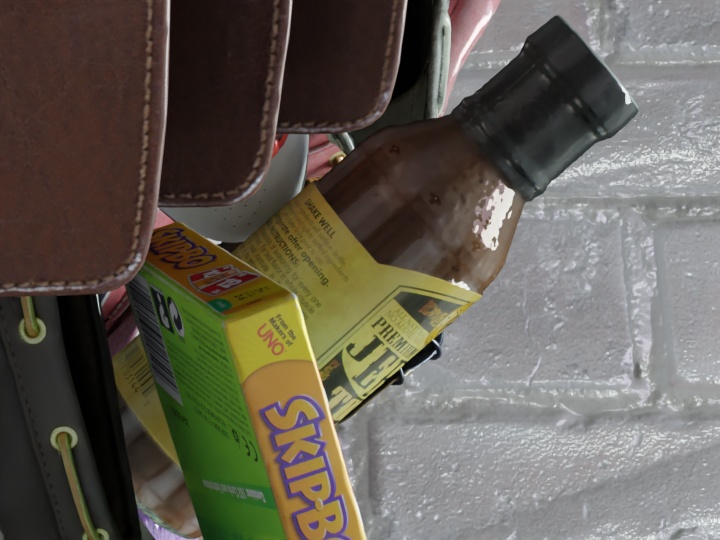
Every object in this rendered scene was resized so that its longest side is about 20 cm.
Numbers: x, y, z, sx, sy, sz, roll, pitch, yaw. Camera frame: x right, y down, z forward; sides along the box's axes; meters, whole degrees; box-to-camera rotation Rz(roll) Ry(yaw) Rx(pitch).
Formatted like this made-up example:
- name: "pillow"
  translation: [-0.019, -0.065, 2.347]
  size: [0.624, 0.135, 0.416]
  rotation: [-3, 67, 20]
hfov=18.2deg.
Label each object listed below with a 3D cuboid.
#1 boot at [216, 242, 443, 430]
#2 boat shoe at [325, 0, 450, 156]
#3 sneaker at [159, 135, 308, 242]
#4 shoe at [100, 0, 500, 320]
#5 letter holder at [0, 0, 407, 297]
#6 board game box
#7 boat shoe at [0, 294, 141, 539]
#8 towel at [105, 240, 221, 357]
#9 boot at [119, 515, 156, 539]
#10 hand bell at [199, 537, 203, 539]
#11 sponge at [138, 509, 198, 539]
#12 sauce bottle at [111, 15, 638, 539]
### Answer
- name: "boot"
  translation: [-0.012, 0.021, 0.828]
  size: [0.075, 0.097, 0.200]
  rotation: [64, -2, -25]
- name: "boat shoe"
  translation: [0.000, -0.116, 0.704]
  size: [0.064, 0.070, 0.201]
  rotation: [-107, -176, -46]
- name: "sneaker"
  translation: [-0.050, -0.060, 0.652]
  size: [0.108, 0.067, 0.202]
  rotation: [-104, -176, -48]
- name: "shoe"
  translation: [-0.033, -0.048, 0.826]
  size: [0.200, 0.091, 0.071]
  rotation: [-57, -166, 9]
- name: "letter holder"
  translation: [-0.056, -0.105, 0.479]
  size: [0.101, 0.141, 0.201]
  rotation: [-90, 179, -64]
- name: "board game box"
  translation: [-0.018, 0.090, 0.628]
  size: [0.095, 0.030, 0.201]
  rotation: [-151, -135, -64]
- name: "boat shoe"
  translation: [-0.093, -0.014, 0.611]
  size: [0.072, 0.060, 0.202]
  rotation: [-85, 175, -75]
- name: "towel"
  translation: [-0.080, 0.038, 0.994]
  size: [0.200, 0.023, 0.144]
  rotation: [90, 25, -53]
- name: "boot"
  translation: [-0.092, 0.114, 0.662]
  size: [0.073, 0.090, 0.200]
  rotation: [61, -12, -29]
- name: "hand bell"
  translation: [-0.063, 0.085, 0.890]
  size: [0.200, 0.104, 0.105]
  rotation: [78, 10, -62]
- name: "sponge"
  translation: [-0.089, 0.156, 0.767]
  size: [0.112, 0.030, 0.201]
  rotation: [87, 10, -47]
- name: "sauce bottle"
  translation: [0.000, 0.000, 0.708]
  size: [0.065, 0.200, 0.065]
  rotation: [48, 6, -7]
